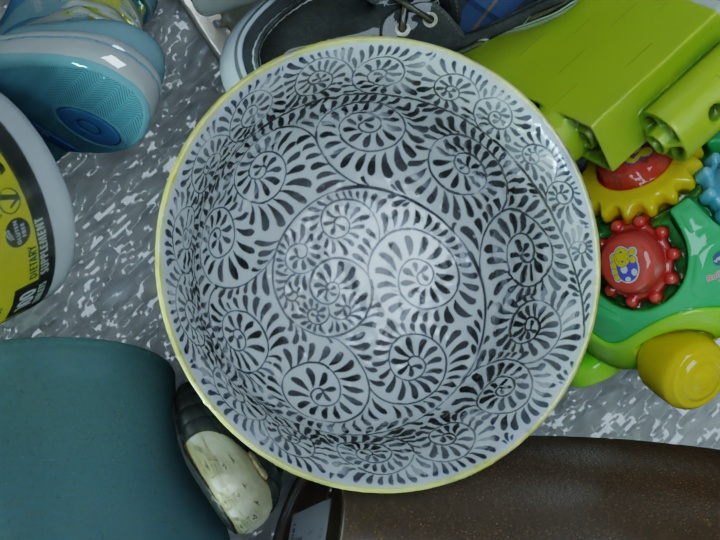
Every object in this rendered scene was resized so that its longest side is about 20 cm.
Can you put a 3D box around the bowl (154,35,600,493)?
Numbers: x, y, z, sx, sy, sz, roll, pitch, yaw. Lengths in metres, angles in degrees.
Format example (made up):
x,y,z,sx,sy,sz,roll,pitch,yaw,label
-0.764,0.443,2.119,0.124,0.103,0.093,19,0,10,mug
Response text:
x,y,z,sx,sy,sz,roll,pitch,yaw,label
0.000,0.000,1.184,0.200,0.094,0.201,1,86,-12,bowl

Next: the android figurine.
x,y,z,sx,sy,sz,roll,pitch,yaw,label
0.123,-0.114,1.276,0.200,0.182,0.041,-42,129,-17,android figurine

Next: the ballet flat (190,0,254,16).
x,y,z,sx,sy,sz,roll,pitch,yaw,label
-0.005,-0.179,1.210,0.069,0.069,0.200,42,53,-3,ballet flat

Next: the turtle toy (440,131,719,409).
x,y,z,sx,sy,sz,roll,pitch,yaw,label
0.129,-0.008,1.266,0.200,0.146,0.101,-35,125,-9,turtle toy

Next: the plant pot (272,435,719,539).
x,y,z,sx,sy,sz,roll,pitch,yaw,label
0.064,0.152,1.216,0.200,0.187,0.187,15,84,-18,plant pot

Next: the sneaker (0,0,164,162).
x,y,z,sx,sy,sz,roll,pitch,yaw,label
-0.126,-0.123,1.228,0.080,0.200,0.131,35,73,-22,sneaker

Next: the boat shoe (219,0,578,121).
x,y,z,sx,sy,sz,roll,pitch,yaw,label
0.027,-0.126,1.219,0.200,0.057,0.069,-24,87,-24,boat shoe

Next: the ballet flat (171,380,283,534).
x,y,z,sx,sy,sz,roll,pitch,yaw,label
-0.049,0.068,1.210,0.057,0.200,0.067,-25,102,8,ballet flat

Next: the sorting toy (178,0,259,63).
x,y,z,sx,sy,sz,roll,pitch,yaw,label
-0.004,-0.178,1.300,0.180,0.107,0.200,-33,91,-16,sorting toy

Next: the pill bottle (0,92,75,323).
x,y,z,sx,sy,sz,roll,pitch,yaw,label
-0.233,0.000,1.148,0.200,0.112,0.113,-30,90,-35,pill bottle

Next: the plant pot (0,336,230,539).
x,y,z,sx,sy,sz,roll,pitch,yaw,label
-0.148,0.136,1.210,0.200,0.200,0.188,-3,72,-8,plant pot
